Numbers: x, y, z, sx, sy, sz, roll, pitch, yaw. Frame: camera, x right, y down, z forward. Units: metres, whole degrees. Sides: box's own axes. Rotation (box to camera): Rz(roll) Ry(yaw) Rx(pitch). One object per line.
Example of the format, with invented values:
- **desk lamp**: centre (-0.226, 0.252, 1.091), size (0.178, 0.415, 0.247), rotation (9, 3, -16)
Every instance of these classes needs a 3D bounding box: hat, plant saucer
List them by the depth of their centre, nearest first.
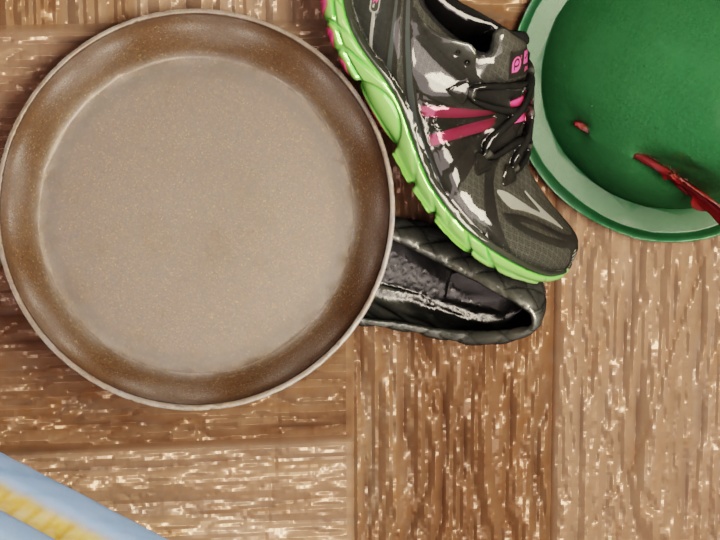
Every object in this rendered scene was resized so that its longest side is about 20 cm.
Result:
- **hat**: centre (0.182, -0.071, 1.148), size (0.199, 0.176, 0.166), rotation (30, 99, -13)
- **plant saucer**: centre (-0.082, -0.029, 1.173), size (0.198, 0.032, 0.202), rotation (0, 82, -2)

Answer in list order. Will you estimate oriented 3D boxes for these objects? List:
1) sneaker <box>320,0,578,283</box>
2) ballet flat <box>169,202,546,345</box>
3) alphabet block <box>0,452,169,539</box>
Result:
- **sneaker**: centre (0.056, -0.080, 1.173), size (0.083, 0.077, 0.201), rotation (-28, 104, 19)
- **ballet flat**: centre (0.000, 0.000, 1.205), size (0.198, 0.057, 0.067), rotation (5, 104, -7)
- **alphabet block**: centre (-0.208, 0.218, 1.127), size (0.194, 0.196, 0.201), rotation (26, 109, 10)
